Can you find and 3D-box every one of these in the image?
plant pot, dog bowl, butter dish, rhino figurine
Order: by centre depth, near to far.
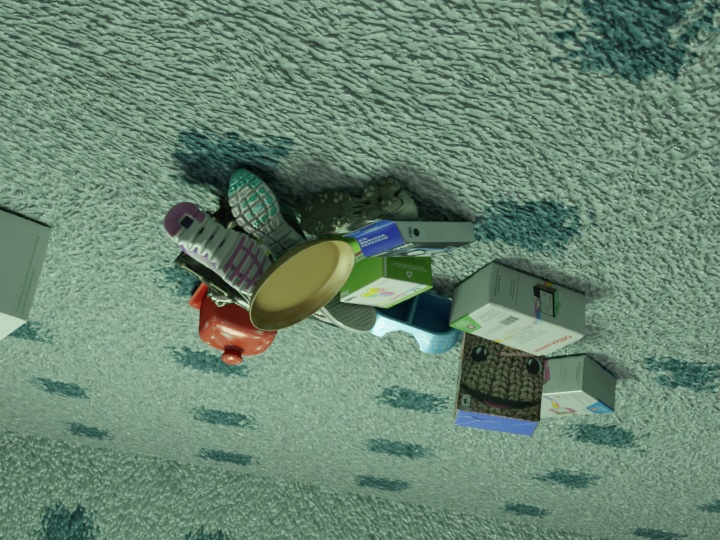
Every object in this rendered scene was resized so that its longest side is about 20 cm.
[{"bbox_3d":[-0.098,0.018,1.604,0.200,0.027,0.200,-31,152,-19],"label":"plant pot"},{"bbox_3d":[-0.213,-0.045,1.689,0.087,0.060,0.200,30,146,39],"label":"rhino figurine"},{"bbox_3d":[0.092,0.078,1.845,0.199,0.112,0.050,19,142,-1],"label":"dog bowl"},{"bbox_3d":[-0.246,0.117,2.015,0.199,0.148,0.199,17,156,-16],"label":"butter dish"}]

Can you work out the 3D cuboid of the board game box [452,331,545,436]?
[{"bbox_3d":[0.271,0.202,1.943,0.159,0.201,0.097,8,155,3],"label":"board game box"}]

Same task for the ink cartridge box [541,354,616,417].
[{"bbox_3d":[0.420,0.250,2.133,0.200,0.085,0.144,-11,149,40],"label":"ink cartridge box"}]

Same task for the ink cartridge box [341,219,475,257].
[{"bbox_3d":[0.078,-0.049,1.577,0.200,0.039,0.099,0,167,-40],"label":"ink cartridge box"}]

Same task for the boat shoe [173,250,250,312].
[{"bbox_3d":[-0.254,0.031,1.845,0.200,0.064,0.071,42,170,-9],"label":"boat shoe"}]

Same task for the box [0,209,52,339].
[{"bbox_3d":[-0.714,-0.004,1.864,0.200,0.200,0.171,22,153,-29],"label":"box"}]

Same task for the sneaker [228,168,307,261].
[{"bbox_3d":[-0.149,-0.090,1.620,0.077,0.091,0.200,-27,121,9],"label":"sneaker"}]

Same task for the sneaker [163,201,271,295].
[{"bbox_3d":[-0.226,-0.030,1.614,0.200,0.081,0.088,37,163,0],"label":"sneaker"}]

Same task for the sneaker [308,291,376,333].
[{"bbox_3d":[-0.068,0.053,1.797,0.200,0.079,0.079,31,153,-10],"label":"sneaker"}]

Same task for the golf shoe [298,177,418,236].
[{"bbox_3d":[-0.002,-0.083,1.583,0.200,0.079,0.097,-6,157,33],"label":"golf shoe"}]

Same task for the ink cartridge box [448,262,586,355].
[{"bbox_3d":[0.282,0.073,1.797,0.200,0.084,0.145,19,154,-18],"label":"ink cartridge box"}]

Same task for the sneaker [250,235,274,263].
[{"bbox_3d":[-0.181,-0.022,1.815,0.083,0.072,0.200,41,155,3],"label":"sneaker"}]

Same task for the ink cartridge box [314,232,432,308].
[{"bbox_3d":[0.000,0.000,1.710,0.200,0.076,0.148,9,159,-31],"label":"ink cartridge box"}]
